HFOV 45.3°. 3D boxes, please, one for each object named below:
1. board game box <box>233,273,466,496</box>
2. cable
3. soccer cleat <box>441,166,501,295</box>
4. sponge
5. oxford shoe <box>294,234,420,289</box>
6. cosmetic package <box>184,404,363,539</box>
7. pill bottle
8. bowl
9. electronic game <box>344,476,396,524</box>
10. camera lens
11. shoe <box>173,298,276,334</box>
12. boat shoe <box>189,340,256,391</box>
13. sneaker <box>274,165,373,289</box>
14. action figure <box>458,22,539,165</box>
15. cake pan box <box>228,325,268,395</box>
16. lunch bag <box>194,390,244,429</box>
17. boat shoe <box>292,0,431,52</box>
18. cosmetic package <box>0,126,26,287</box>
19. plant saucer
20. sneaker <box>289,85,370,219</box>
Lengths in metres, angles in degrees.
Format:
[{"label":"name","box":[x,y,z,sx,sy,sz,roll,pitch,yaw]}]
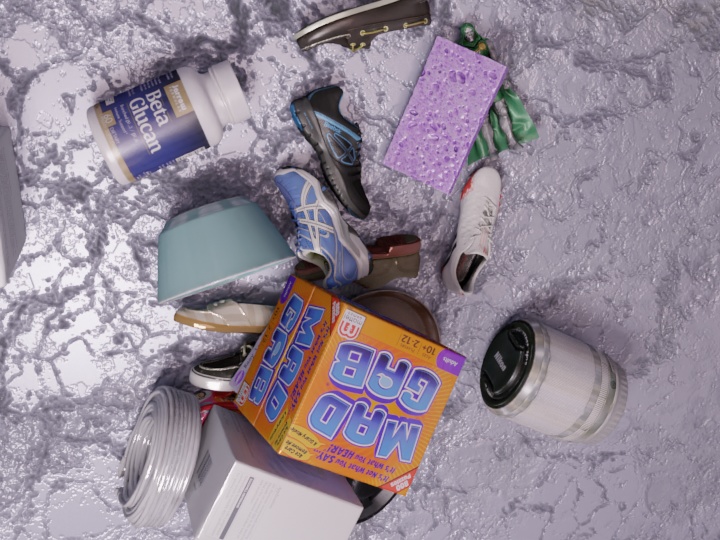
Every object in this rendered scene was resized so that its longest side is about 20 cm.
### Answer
[{"label":"board game box","box":[-0.020,0.149,1.166,0.199,0.200,0.202,25,89,-27]},{"label":"cable","box":[-0.287,0.269,1.241,0.069,0.200,0.202,18,98,-23]},{"label":"soccer cleat","box":[0.176,-0.057,1.318,0.068,0.085,0.202,14,103,-17]},{"label":"sponge","box":[0.121,-0.222,1.249,0.111,0.030,0.201,27,106,11]},{"label":"oxford shoe","box":[0.000,0.000,1.301,0.198,0.071,0.075,-10,111,-11]},{"label":"cosmetic package","box":[-0.129,0.306,1.207,0.199,0.199,0.124,27,93,-22]},{"label":"pill bottle","box":[-0.252,-0.204,1.153,0.199,0.111,0.112,-25,111,-6]},{"label":"bowl","box":[-0.199,-0.034,1.191,0.199,0.201,0.106,-20,91,-7]},{"label":"electronic game","box":[0.009,0.327,1.382,0.199,0.042,0.202,-24,131,-31]},{"label":"camera lens","box":[0.303,0.178,1.381,0.199,0.160,0.161,23,100,-19]},{"label":"shoe","box":[-0.178,0.068,1.282,0.198,0.070,0.054,8,85,-24]},{"label":"boat shoe","box":[-0.160,0.137,1.306,0.198,0.071,0.064,-3,108,-21]},{"label":"sneaker","box":[-0.066,-0.063,1.222,0.077,0.076,0.201,-33,76,-19]},{"label":"action figure","box":[0.184,-0.267,1.276,0.117,0.055,0.202,-23,107,-3]},{"label":"cake pan box","box":[-0.070,0.145,1.280,0.184,0.052,0.201,38,83,-24]},{"label":"lunch bag","box":[-0.171,0.256,1.334,0.198,0.082,0.178,5,102,-18]},{"label":"boat shoe","box":[0.005,-0.338,1.196,0.200,0.072,0.061,-23,107,-9]},{"label":"cosmetic package","box":[-0.522,-0.080,1.075,0.163,0.200,0.167,-5,108,-13]},{"label":"plant saucer","box":[0.029,0.123,1.365,0.198,0.032,0.202,-4,107,-13]},{"label":"sneaker","box":[-0.024,-0.167,1.241,0.081,0.073,0.201,-29,112,-5]}]
